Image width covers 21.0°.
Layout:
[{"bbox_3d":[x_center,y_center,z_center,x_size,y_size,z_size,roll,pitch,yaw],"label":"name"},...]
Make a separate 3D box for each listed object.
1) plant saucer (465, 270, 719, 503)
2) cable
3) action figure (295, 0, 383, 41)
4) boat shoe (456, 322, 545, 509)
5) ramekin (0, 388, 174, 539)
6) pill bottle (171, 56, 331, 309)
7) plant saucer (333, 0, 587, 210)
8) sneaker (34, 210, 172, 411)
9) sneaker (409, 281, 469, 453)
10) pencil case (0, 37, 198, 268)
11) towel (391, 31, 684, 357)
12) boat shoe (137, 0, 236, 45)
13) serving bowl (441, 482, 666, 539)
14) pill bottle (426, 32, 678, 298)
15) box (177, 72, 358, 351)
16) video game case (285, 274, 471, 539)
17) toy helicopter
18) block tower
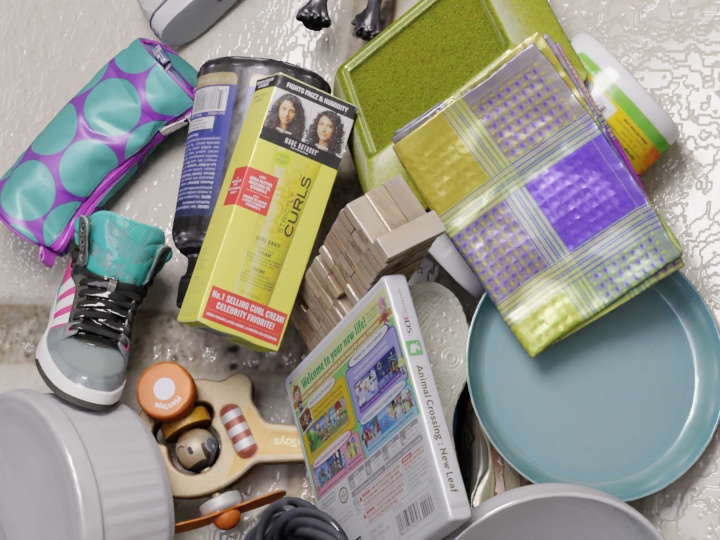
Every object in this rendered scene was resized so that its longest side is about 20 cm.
[{"bbox_3d":[0.172,0.074,1.437,0.199,0.027,0.201,2,76,-10],"label":"plant saucer"},{"bbox_3d":[-0.042,0.253,1.464,0.200,0.051,0.164,-56,43,43],"label":"cable"},{"bbox_3d":[0.015,-0.288,1.569,0.118,0.102,0.201,15,87,-21],"label":"action figure"},{"bbox_3d":[0.113,0.135,1.467,0.073,0.076,0.201,4,82,-7],"label":"boat shoe"},{"bbox_3d":[-0.225,0.187,1.520,0.202,0.094,0.204,12,104,52],"label":"ramekin"},{"bbox_3d":[-0.091,-0.063,1.558,0.111,0.112,0.201,5,80,21],"label":"pill bottle"},{"bbox_3d":[0.059,-0.149,1.493,0.200,0.048,0.200,-38,35,15],"label":"plant saucer"},{"bbox_3d":[-0.199,0.018,1.534,0.083,0.200,0.121,18,113,-16],"label":"sneaker"},{"bbox_3d":[0.035,0.113,1.470,0.076,0.111,0.201,0,82,-21],"label":"sneaker"},{"bbox_3d":[-0.217,-0.103,1.627,0.200,0.085,0.092,-45,62,6],"label":"pencil case"},{"bbox_3d":[0.127,-0.054,1.402,0.143,0.023,0.201,-32,92,8],"label":"towel"},{"bbox_3d":[-0.107,-0.276,1.637,0.200,0.072,0.066,-41,68,14],"label":"boat shoe"},{"bbox_3d":[0.130,0.238,1.399,0.199,0.066,0.201,-3,110,-8],"label":"serving bowl"},{"bbox_3d":[0.135,-0.075,1.478,0.200,0.111,0.111,-44,68,7],"label":"pill bottle"},{"bbox_3d":[-0.071,-0.044,1.475,0.075,0.050,0.201,23,80,-21],"label":"box"},{"bbox_3d":[0.008,0.126,1.413,0.022,0.200,0.183,-5,68,-27],"label":"video game case"},{"bbox_3d":[-0.085,0.146,1.533,0.199,0.079,0.133,0,71,7],"label":"toy helicopter"},{"bbox_3d":[0.000,0.000,1.443,0.054,0.200,0.058,-28,78,-26],"label":"block tower"}]
